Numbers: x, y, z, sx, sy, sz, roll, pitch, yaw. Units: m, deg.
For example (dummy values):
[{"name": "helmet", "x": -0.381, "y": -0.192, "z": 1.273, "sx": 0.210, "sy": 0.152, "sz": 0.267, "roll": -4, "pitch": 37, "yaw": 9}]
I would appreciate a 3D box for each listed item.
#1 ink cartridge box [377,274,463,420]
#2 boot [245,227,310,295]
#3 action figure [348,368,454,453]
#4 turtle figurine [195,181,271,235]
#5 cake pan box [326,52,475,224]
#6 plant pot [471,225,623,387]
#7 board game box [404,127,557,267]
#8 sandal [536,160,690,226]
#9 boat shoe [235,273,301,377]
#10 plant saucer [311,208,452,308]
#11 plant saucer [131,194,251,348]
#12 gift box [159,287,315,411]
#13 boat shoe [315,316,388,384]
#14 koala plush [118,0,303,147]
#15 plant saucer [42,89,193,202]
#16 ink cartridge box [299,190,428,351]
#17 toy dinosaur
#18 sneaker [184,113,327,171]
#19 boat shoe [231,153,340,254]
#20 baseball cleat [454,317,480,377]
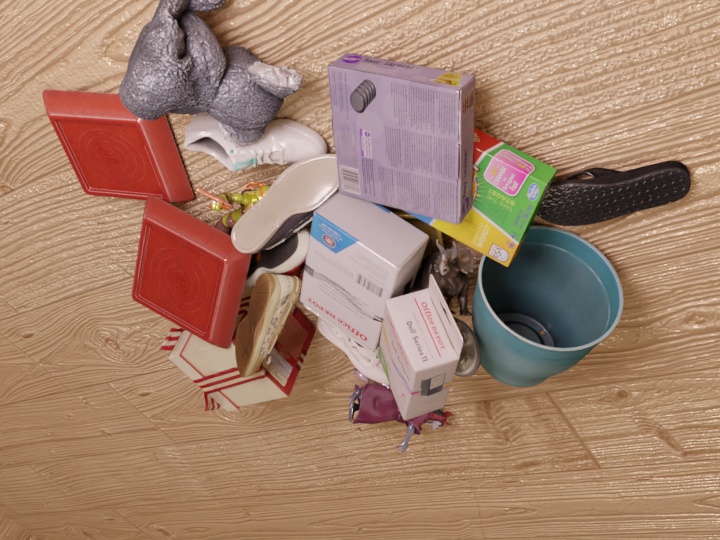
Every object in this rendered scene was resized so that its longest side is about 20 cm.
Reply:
[{"name": "ink cartridge box", "x": 0.078, "y": 0.108, "z": 1.113, "sx": 0.067, "sy": 0.117, "sz": 0.200, "roll": -15, "pitch": 148, "yaw": -13}, {"name": "boot", "x": -0.090, "y": -0.011, "z": 1.284, "sx": 0.144, "sy": 0.073, "sz": 0.200, "roll": 13, "pitch": 158, "yaw": -30}, {"name": "action figure", "x": 0.079, "y": 0.257, "z": 1.540, "sx": 0.200, "sy": 0.134, "sz": 0.149, "roll": 4, "pitch": 95, "yaw": 1}, {"name": "turtle figurine", "x": -0.173, "y": -0.093, "z": 1.248, "sx": 0.200, "sy": 0.065, "sz": 0.161, "roll": 5, "pitch": 154, "yaw": -28}, {"name": "cake pan box", "x": 0.053, "y": -0.163, "z": 1.033, "sx": 0.184, "sy": 0.052, "sz": 0.200, "roll": 17, "pitch": 132, "yaw": 28}, {"name": "plant pot", "x": 0.250, "y": 0.071, "z": 1.176, "sx": 0.200, "sy": 0.200, "sz": 0.188, "roll": 16, "pitch": 146, "yaw": 5}, {"name": "board game box", "x": 0.139, "y": -0.113, "z": 1.078, "sx": 0.200, "sy": 0.040, "sz": 0.153, "roll": 29, "pitch": 137, "yaw": 14}, {"name": "sandal", "x": 0.323, "y": -0.105, "z": 1.063, "sx": 0.200, "sy": 0.048, "sz": 0.075, "roll": -9, "pitch": 132, "yaw": 13}, {"name": "boat shoe", "x": -0.145, "y": 0.090, "z": 1.260, "sx": 0.063, "sy": 0.073, "sz": 0.200, "roll": 0, "pitch": 133, "yaw": -31}, {"name": "plant saucer", "x": 0.040, "y": -0.029, "z": 1.253, "sx": 0.200, "sy": 0.048, "sz": 0.200, "roll": 5, "pitch": 137, "yaw": 19}, {"name": "plant saucer", "x": -0.279, "y": 0.010, "z": 1.275, "sx": 0.200, "sy": 0.037, "sz": 0.200, "roll": 28, "pitch": 122, "yaw": 16}, {"name": "gift box", "x": -0.223, "y": 0.136, "z": 1.433, "sx": 0.187, "sy": 0.200, "sz": 0.185, "roll": -17, "pitch": 122, "yaw": 37}, {"name": "boat shoe", "x": 0.014, "y": 0.129, "z": 1.418, "sx": 0.200, "sy": 0.071, "sz": 0.069, "roll": 39, "pitch": 138, "yaw": -18}, {"name": "koala plush", "x": -0.186, "y": -0.243, "z": 1.034, "sx": 0.200, "sy": 0.184, "sz": 0.177, "roll": 25, "pitch": 141, "yaw": -24}, {"name": "plant saucer", "x": -0.378, "y": -0.182, "z": 1.256, "sx": 0.200, "sy": 0.037, "sz": 0.200, "roll": 6, "pitch": 138, "yaw": 15}, {"name": "ink cartridge box", "x": 0.000, "y": 0.000, "z": 1.171, "sx": 0.145, "sy": 0.084, "sz": 0.200, "roll": 33, "pitch": 142, "yaw": 16}, {"name": "toy dinosaur", "x": 0.119, "y": 0.012, "z": 1.162, "sx": 0.077, "sy": 0.102, "sz": 0.200, "roll": 5, "pitch": 180, "yaw": -11}, {"name": "sneaker", "x": -0.150, "y": -0.169, "z": 1.144, "sx": 0.200, "sy": 0.089, "sz": 0.075, "roll": 12, "pitch": 138, "yaw": 2}, {"name": "boat shoe", "x": -0.096, "y": -0.095, "z": 1.162, "sx": 0.200, "sy": 0.063, "sz": 0.073, "roll": -38, "pitch": 75, "yaw": 13}, {"name": "baseball cleat", "x": 0.140, "y": 0.107, "z": 1.212, "sx": 0.070, "sy": 0.200, "sz": 0.106, "roll": -45, "pitch": 124, "yaw": 6}]
